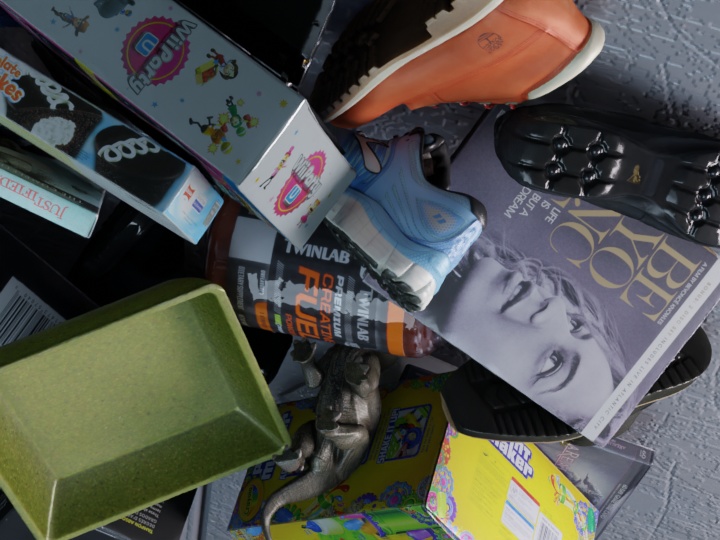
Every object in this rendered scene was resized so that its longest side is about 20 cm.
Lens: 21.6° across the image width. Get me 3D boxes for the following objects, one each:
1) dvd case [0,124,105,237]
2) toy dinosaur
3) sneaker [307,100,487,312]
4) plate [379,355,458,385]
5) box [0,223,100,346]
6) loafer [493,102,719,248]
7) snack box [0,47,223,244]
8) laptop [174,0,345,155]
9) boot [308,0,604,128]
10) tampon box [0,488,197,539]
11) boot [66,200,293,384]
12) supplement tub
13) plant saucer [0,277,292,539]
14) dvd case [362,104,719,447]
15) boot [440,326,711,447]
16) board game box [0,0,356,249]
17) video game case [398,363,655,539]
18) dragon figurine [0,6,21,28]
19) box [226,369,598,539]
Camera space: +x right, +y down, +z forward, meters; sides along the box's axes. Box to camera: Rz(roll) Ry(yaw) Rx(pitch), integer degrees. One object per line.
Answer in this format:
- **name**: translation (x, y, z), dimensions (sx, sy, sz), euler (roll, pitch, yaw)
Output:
- **dvd case**: translation (-0.229, -0.089, 1.228), dimensions (0.146, 0.200, 0.022), euler (26, 107, -10)
- **toy dinosaur**: translation (-0.015, 0.107, 1.347), dimensions (0.077, 0.200, 0.102), euler (4, 166, 25)
- **sneaker**: translation (0.016, -0.054, 1.190), dimensions (0.200, 0.090, 0.078), euler (47, 175, 45)
- **plate**: translation (0.073, 0.148, 1.536), dimensions (0.199, 0.032, 0.200), euler (24, 145, -8)
- **box**: translation (-0.294, 0.037, 1.430), dimensions (0.148, 0.104, 0.200), euler (42, 161, -27)
- **loafer**: translation (0.178, -0.064, 1.169), dimensions (0.200, 0.070, 0.068), euler (14, 109, -15)
- **snack box**: translation (-0.182, -0.089, 1.138), dimensions (0.200, 0.037, 0.116), euler (31, 175, 8)
- **laptop**: translation (-0.064, -0.182, 1.087), dimensions (0.177, 0.103, 0.200), euler (37, 123, 19)
- **boot**: translation (0.053, -0.122, 1.137), dimensions (0.107, 0.075, 0.200), euler (32, 143, -28)
- **tampon box**: translation (-0.199, 0.145, 1.509), dimensions (0.126, 0.200, 0.150), euler (28, 145, -13)
- **boot**: translation (-0.120, 0.015, 1.398), dimensions (0.168, 0.076, 0.200), euler (31, 151, -11)
- **supplement tub**: translation (0.000, 0.000, 1.298), dimensions (0.200, 0.107, 0.107), euler (10, 145, 12)
- **plant saucer**: translation (-0.168, 0.089, 1.317), dimensions (0.200, 0.048, 0.200), euler (-22, 139, -1)
- **dvd case**: translation (0.124, 0.003, 1.222), dimensions (0.200, 0.016, 0.149), euler (35, 101, -12)
- **boot**: translation (0.138, 0.102, 1.339), dimensions (0.200, 0.078, 0.138), euler (-8, 156, -20)
- **board game box**: translation (-0.108, -0.109, 1.100), dimensions (0.200, 0.064, 0.148), euler (36, 176, 17)
- **video game case**: translation (0.112, 0.145, 1.471), dimensions (0.200, 0.019, 0.143), euler (20, 145, -1)
- **dragon figurine**: translation (-0.254, -0.194, 1.186), dimensions (0.099, 0.059, 0.200), euler (-21, 134, 41)
- **box**: translation (0.042, 0.193, 1.446), dimensions (0.192, 0.122, 0.200), euler (-13, 135, 37)
